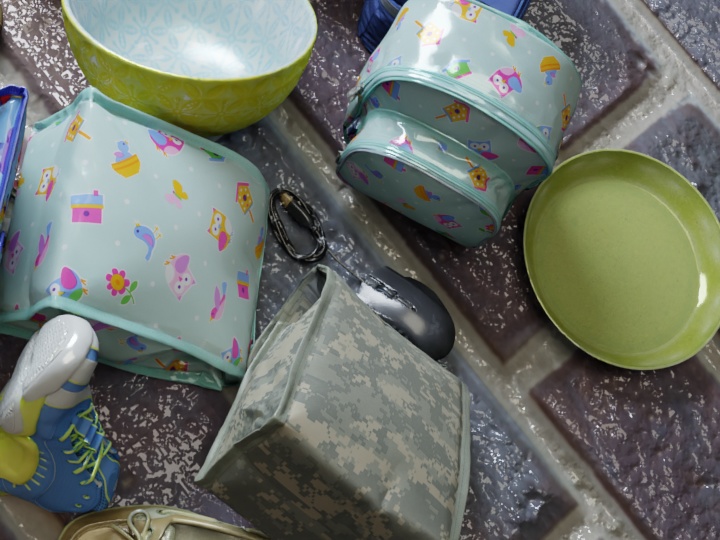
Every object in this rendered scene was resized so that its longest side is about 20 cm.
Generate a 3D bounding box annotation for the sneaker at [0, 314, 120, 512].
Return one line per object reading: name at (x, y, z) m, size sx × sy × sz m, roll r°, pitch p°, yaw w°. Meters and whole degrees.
sneaker at (-0.195, 0.105, 0.706) m, size 0.104 × 0.200 × 0.077 m, roll 29°, pitch 47°, yaw -19°

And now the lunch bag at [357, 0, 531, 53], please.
lunch bag at (0.094, -0.277, 0.921) m, size 0.134 × 0.132 × 0.202 m, roll 25°, pitch 68°, yaw -4°

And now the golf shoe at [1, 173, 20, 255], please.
golf shoe at (-0.350, -0.037, 0.768) m, size 0.196 × 0.073 × 0.094 m, roll 4°, pitch 73°, yaw -12°

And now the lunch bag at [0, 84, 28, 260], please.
lunch bag at (-0.273, -0.009, 0.681) m, size 0.093 × 0.150 × 0.204 m, roll 2°, pitch 86°, yaw -24°

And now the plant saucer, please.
plant saucer at (0.231, -0.009, 0.920) m, size 0.196 × 0.031 × 0.204 m, roll 4°, pitch 72°, yaw -12°

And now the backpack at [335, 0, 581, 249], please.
backpack at (0.076, -0.118, 0.827) m, size 0.174 × 0.200 × 0.155 m, roll 29°, pitch 68°, yaw -3°

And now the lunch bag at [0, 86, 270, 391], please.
lunch bag at (-0.155, -0.013, 0.779) m, size 0.198 × 0.121 × 0.173 m, roll 23°, pitch 63°, yaw -41°

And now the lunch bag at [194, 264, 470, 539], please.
lunch bag at (-0.006, 0.109, 0.763) m, size 0.163 × 0.117 × 0.201 m, roll 39°, pitch 36°, yaw -14°

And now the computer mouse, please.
computer mouse at (0.000, 0.000, 0.860) m, size 0.199 × 0.034 × 0.059 m, roll 39°, pitch 69°, yaw 2°

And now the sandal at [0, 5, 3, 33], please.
sandal at (-0.376, -0.175, 0.816) m, size 0.198 × 0.054 × 0.081 m, roll -24°, pitch 79°, yaw -19°

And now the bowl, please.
bowl at (-0.138, -0.165, 0.829) m, size 0.197 × 0.109 × 0.202 m, roll 9°, pitch 42°, yaw -8°

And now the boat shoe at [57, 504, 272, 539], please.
boat shoe at (-0.119, 0.209, 0.747) m, size 0.197 × 0.063 × 0.074 m, roll 14°, pitch 69°, yaw -9°
